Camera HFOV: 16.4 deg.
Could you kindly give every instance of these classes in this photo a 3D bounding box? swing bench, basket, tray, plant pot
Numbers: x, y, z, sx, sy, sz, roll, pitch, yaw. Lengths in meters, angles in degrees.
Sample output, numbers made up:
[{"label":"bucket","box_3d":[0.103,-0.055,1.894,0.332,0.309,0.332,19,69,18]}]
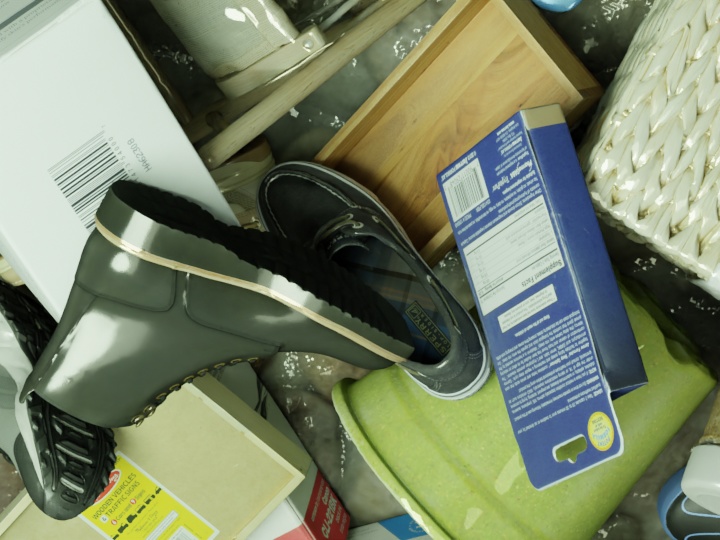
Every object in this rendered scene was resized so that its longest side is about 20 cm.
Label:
[{"label":"swing bench","box_3d":[-0.071,-0.201,1.480,0.200,0.130,0.199,-35,106,-3]},{"label":"basket","box_3d":[0.212,-0.096,1.464,0.123,0.136,0.201,27,92,-2]},{"label":"tray","box_3d":[0.050,-0.079,1.538,0.099,0.037,0.200,52,121,13]},{"label":"plant pot","box_3d":[0.116,0.083,1.565,0.200,0.200,0.184,44,100,-12]}]

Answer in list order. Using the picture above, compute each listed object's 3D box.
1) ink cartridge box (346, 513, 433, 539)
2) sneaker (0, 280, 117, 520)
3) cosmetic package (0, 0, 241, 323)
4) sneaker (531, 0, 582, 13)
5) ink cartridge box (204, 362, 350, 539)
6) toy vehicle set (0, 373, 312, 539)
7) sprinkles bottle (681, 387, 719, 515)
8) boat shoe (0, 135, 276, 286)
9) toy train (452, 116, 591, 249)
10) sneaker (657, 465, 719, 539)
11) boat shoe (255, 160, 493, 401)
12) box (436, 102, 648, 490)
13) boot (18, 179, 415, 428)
[{"label":"ink cartridge box","box_3d":[0.015,0.238,1.624,0.116,0.200,0.067,-17,111,13]},{"label":"sneaker","box_3d":[-0.212,0.092,1.565,0.079,0.200,0.074,-46,130,13]},{"label":"cosmetic package","box_3d":[-0.191,-0.087,1.469,0.123,0.200,0.200,-35,125,-7]},{"label":"sneaker","box_3d":[0.125,-0.241,1.463,0.078,0.090,0.201,11,119,2]},{"label":"ink cartridge box","box_3d":[-0.121,0.135,1.659,0.144,0.084,0.200,-27,108,18]},{"label":"toy vehicle set","box_3d":[-0.142,0.152,1.609,0.124,0.027,0.200,41,112,-9]},{"label":"sprinkles bottle","box_3d":[0.260,0.055,1.531,0.068,0.068,0.201,24,74,-4]},{"label":"boat shoe","box_3d":[-0.141,-0.023,1.603,0.199,0.072,0.065,-20,108,9]},{"label":"toy train","box_3d":[0.066,-0.046,1.589,0.200,0.034,0.046,-34,93,20]},{"label":"sneaker","box_3d":[0.292,0.157,1.622,0.199,0.078,0.070,-8,113,10]},{"label":"boat shoe","box_3d":[0.000,0.000,1.505,0.070,0.066,0.200,-42,65,5]},{"label":"box","box_3d":[0.106,0.018,1.434,0.032,0.121,0.201,-11,79,-25]},{"label":"boot","box_3d":[-0.084,0.046,1.427,0.199,0.078,0.139,25,107,-17]}]
